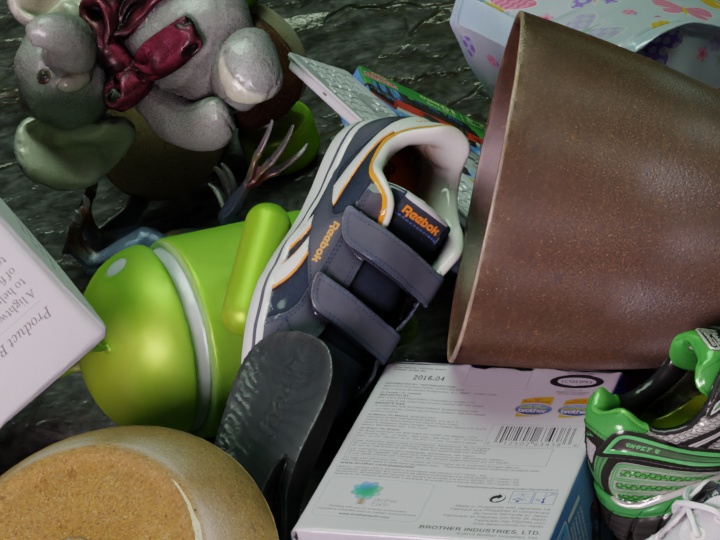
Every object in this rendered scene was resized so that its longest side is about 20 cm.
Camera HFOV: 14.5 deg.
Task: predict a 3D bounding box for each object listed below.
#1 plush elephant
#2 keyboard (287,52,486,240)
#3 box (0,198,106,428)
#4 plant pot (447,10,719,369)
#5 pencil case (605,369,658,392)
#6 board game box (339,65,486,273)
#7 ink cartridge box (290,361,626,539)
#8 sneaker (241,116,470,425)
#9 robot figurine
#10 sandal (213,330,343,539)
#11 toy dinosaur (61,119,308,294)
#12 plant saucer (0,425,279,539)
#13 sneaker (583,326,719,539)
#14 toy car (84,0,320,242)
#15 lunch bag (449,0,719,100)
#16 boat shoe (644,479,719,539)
[{"bbox_3d":[-0.144,-0.137,1.712,0.154,0.165,0.200,-12,-15,-10],"label":"plush elephant"},{"bbox_3d":[0.031,-0.070,1.651,0.056,0.011,0.200,6,30,-46],"label":"keyboard"},{"bbox_3d":[-0.265,0.034,1.546,0.199,0.131,0.200,-41,17,-4],"label":"box"},{"bbox_3d":[0.161,-0.025,1.481,0.199,0.188,0.187,11,29,-1],"label":"plant pot"},{"bbox_3d":[0.197,-0.001,1.631,0.088,0.089,0.200,18,40,42],"label":"pencil case"},{"bbox_3d":[0.071,-0.044,1.715,0.151,0.037,0.200,24,21,-20],"label":"board game box"},{"bbox_3d":[0.062,0.113,1.465,0.136,0.077,0.200,2,31,19],"label":"ink cartridge box"},{"bbox_3d":[0.000,0.000,1.520,0.079,0.078,0.201,-8,54,46],"label":"sneaker"},{"bbox_3d":[-0.071,0.032,1.603,0.199,0.116,0.175,-12,-11,-22],"label":"robot figurine"},{"bbox_3d":[-0.065,0.119,1.428,0.075,0.048,0.201,1,65,29],"label":"sandal"},{"bbox_3d":[-0.094,-0.005,1.774,0.181,0.201,0.105,21,3,-5],"label":"toy dinosaur"},{"bbox_3d":[-0.137,0.157,1.383,0.199,0.035,0.201,-12,55,17],"label":"plant saucer"},{"bbox_3d":[0.204,0.060,1.407,0.199,0.085,0.078,-27,31,-8],"label":"sneaker"},{"bbox_3d":[-0.143,-0.101,1.869,0.157,0.165,0.200,12,47,35],"label":"toy car"},{"bbox_3d":[0.169,-0.119,1.763,0.199,0.128,0.169,12,11,-40],"label":"lunch bag"},{"bbox_3d":[0.177,0.128,1.331,0.199,0.069,0.072,-15,28,-10],"label":"boat shoe"}]
